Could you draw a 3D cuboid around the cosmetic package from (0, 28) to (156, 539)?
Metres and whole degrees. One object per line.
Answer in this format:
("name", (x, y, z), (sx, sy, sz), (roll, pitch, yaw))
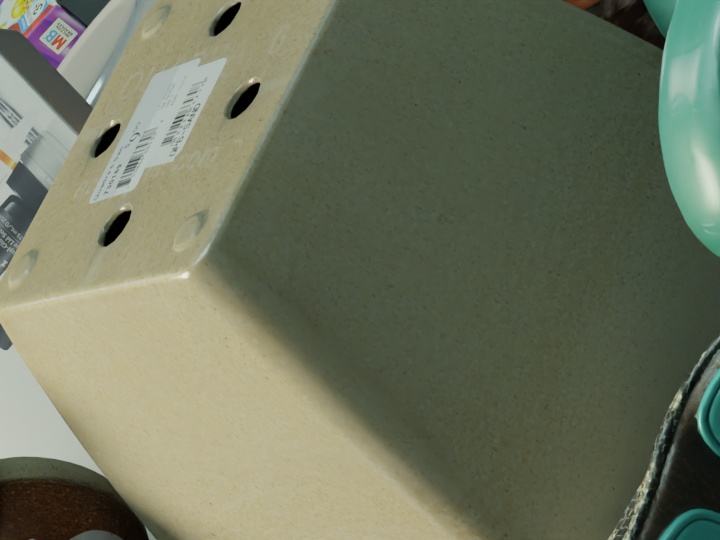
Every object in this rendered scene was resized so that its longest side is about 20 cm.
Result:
("cosmetic package", (-0.128, 0.025, 1.034), (0.151, 0.200, 0.052), (-47, -10, 13))

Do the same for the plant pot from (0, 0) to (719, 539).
("plant pot", (0.000, 0.000, 0.874), (0.199, 0.177, 0.201), (-9, 49, 53))

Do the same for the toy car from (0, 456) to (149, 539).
("toy car", (-0.129, 0.177, 0.895), (0.158, 0.164, 0.201), (-41, 38, 21))

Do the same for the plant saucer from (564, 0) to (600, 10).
("plant saucer", (0.025, -0.119, 0.980), (0.200, 0.200, 0.033), (-28, 72, 39))

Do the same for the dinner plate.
("dinner plate", (-0.126, -0.065, 1.147), (0.200, 0.024, 0.200), (-52, 17, 22))

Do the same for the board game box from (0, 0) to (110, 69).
("board game box", (-0.187, -0.051, 1.311), (0.200, 0.103, 0.105), (-46, 27, 11))

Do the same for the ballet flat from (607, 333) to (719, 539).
("ballet flat", (0.106, 0.065, 0.761), (0.201, 0.068, 0.075), (-56, 11, -3))

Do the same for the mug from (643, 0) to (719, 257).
("mug", (0.155, -0.103, 0.785), (0.152, 0.115, 0.185), (-31, 22, 27))

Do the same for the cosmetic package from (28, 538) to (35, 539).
("cosmetic package", (-0.043, 0.176, 0.698), (0.107, 0.200, 0.090), (-51, 26, 3))
